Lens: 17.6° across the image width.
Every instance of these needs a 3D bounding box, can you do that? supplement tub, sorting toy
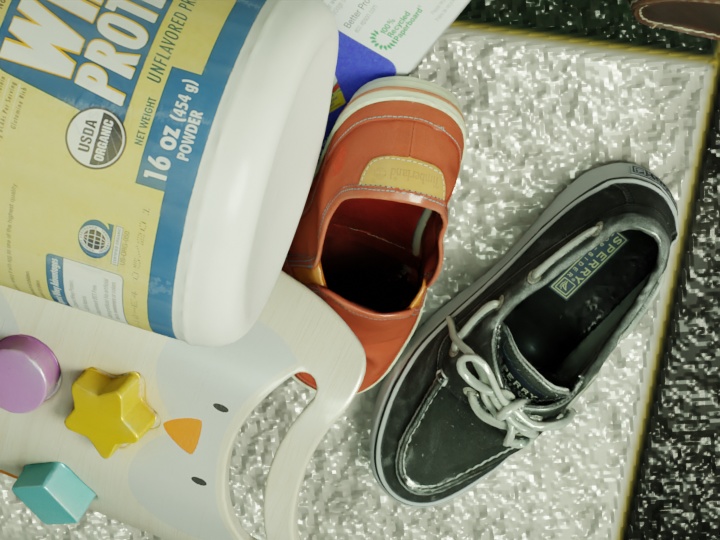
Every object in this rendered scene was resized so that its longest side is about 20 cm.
[{"bbox_3d":[-0.121,-0.063,0.902,0.200,0.145,0.145,17,117,5],"label":"supplement tub"},{"bbox_3d":[-0.088,0.048,1.005,0.180,0.107,0.200,25,118,16],"label":"sorting toy"}]

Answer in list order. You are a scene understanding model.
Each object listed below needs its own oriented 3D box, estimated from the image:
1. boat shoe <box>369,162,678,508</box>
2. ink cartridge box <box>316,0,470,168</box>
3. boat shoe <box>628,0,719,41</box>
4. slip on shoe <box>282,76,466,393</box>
[{"bbox_3d":[0.071,0.042,1.037,0.074,0.068,0.199,39,114,-14],"label":"boat shoe"},{"bbox_3d":[-0.057,-0.141,0.932,0.200,0.047,0.198,31,141,-10],"label":"ink cartridge box"},{"bbox_3d":[0.203,-0.100,0.932,0.200,0.070,0.070,4,86,17],"label":"boat shoe"},{"bbox_3d":[0.000,0.000,0.999,0.074,0.061,0.200,11,144,-7],"label":"slip on shoe"}]
